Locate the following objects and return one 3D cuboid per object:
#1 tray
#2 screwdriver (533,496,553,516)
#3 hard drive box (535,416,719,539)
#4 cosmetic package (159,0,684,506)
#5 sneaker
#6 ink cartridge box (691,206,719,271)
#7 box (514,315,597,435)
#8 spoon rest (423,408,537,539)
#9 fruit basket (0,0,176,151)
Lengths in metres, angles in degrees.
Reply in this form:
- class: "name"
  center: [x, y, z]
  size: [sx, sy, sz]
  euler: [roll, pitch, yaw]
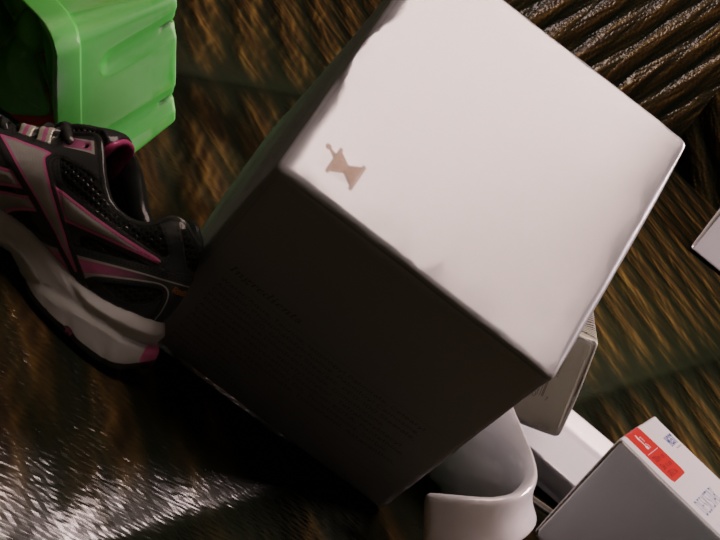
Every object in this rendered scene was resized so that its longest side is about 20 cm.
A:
- class: "tray"
  center: [0.136, 0.123, 1.721]
  size: [0.107, 0.022, 0.200]
  euler: [41, 11, 10]
- class: "screwdriver"
  center: [0.091, 0.126, 1.557]
  size: [0.200, 0.028, 0.029]
  euler: [33, 40, -36]
- class: "hard drive box"
  center: [0.208, 0.187, 1.513]
  size: [0.200, 0.077, 0.156]
  euler: [43, 11, 8]
- class: "cosmetic package"
  center: [0.023, -0.017, 1.313]
  size: [0.166, 0.168, 0.200]
  euler: [37, -33, -6]
- class: "sneaker"
  center: [-0.151, -0.043, 1.289]
  size: [0.200, 0.087, 0.080]
  euler: [41, 9, 16]
- class: "ink cartridge box"
  center: [0.522, -0.025, 3.452]
  size: [0.144, 0.084, 0.200]
  euler: [39, 10, 6]
- class: "box"
  center: [0.107, 0.049, 1.706]
  size: [0.082, 0.069, 0.200]
  euler: [22, 8, 0]
- class: "spoon rest"
  center: [0.066, 0.106, 1.409]
  size: [0.060, 0.100, 0.200]
  euler: [3, 18, 3]
- class: "fruit basket"
  center: [-0.222, -0.132, 1.398]
  size: [0.214, 0.156, 0.216]
  euler: [3, 43, -2]
